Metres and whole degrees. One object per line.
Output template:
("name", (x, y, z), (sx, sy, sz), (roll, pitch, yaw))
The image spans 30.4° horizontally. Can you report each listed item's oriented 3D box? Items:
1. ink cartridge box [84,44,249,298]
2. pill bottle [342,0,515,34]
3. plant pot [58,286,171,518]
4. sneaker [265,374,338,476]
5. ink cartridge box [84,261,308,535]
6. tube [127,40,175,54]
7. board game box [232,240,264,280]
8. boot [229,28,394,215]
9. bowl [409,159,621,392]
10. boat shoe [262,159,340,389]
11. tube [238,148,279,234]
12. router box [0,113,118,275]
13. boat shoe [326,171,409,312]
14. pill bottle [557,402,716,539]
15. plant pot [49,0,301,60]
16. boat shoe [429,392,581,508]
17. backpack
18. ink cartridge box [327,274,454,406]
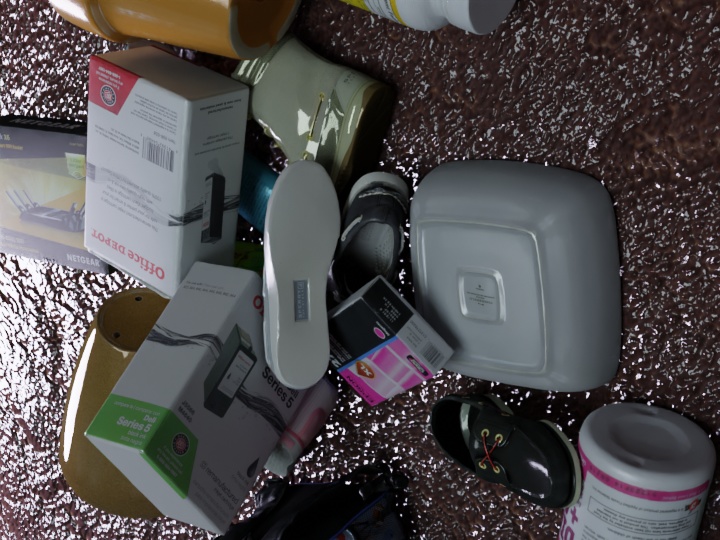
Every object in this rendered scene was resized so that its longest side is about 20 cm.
("ink cartridge box", (-0.190, -0.096, 1.273), (0.143, 0.083, 0.202), (27, 121, 34))
("pill bottle", (0.031, -0.265, 1.085), (0.199, 0.112, 0.114), (26, 123, 29))
("plant pot", (-0.227, 0.121, 1.376), (0.185, 0.186, 0.202), (32, 139, 25))
("sneaker", (-0.075, 0.149, 1.376), (0.075, 0.105, 0.200), (35, 161, -5))
("ink cartridge box", (-0.139, 0.115, 1.225), (0.083, 0.201, 0.146), (8, 147, 38))
("tube", (-0.235, -0.137, 1.381), (0.050, 0.077, 0.202), (30, 121, 23))
("board game box", (-0.133, 0.023, 1.367), (0.198, 0.048, 0.103), (9, 126, 37))
("boot", (-0.064, -0.118, 1.250), (0.154, 0.072, 0.202), (34, 120, 23))
("bowl", (0.121, 0.011, 1.148), (0.198, 0.074, 0.202), (9, 112, 39))
("boat shoe", (-0.059, 0.003, 1.194), (0.068, 0.071, 0.203), (-174, 79, -66))
("tube", (-0.111, -0.083, 1.324), (0.199, 0.050, 0.078), (39, 133, 13))
("router box", (-0.344, -0.090, 1.508), (0.198, 0.052, 0.159), (9, 113, 37))
("boat shoe", (0.000, 0.000, 1.226), (0.073, 0.061, 0.201), (15, 135, -10))
("pill bottle", (0.225, 0.225, 1.119), (0.113, 0.113, 0.202), (23, 121, 31))
("plant pot", (-0.152, -0.280, 1.182), (0.182, 0.200, 0.202), (27, 123, 19))
("boat shoe", (0.124, 0.157, 1.150), (0.201, 0.062, 0.075), (-152, 64, -64))
("backpack", (-0.061, 0.296, 1.332), (0.199, 0.190, 0.156), (-17, 93, 43))
("ink cartridge box", (0.007, 0.072, 1.215), (0.095, 0.037, 0.200), (46, 156, -4))
